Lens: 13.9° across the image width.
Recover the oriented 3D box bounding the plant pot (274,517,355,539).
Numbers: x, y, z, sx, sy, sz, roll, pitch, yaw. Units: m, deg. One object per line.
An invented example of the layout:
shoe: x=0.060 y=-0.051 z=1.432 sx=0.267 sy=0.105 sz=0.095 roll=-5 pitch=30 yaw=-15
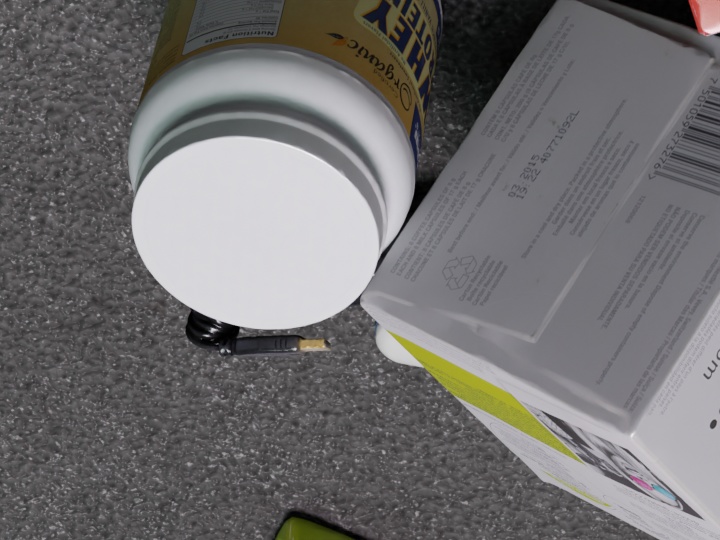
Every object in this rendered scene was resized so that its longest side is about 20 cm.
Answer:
plant pot: x=0.001 y=0.304 z=1.827 sx=0.181 sy=0.200 sz=0.200 roll=17 pitch=132 yaw=-13

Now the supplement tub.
supplement tub: x=-0.038 y=-0.081 z=1.484 sx=0.144 sy=0.201 sz=0.145 roll=5 pitch=132 yaw=5

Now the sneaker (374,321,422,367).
sneaker: x=0.105 y=0.043 z=1.653 sx=0.199 sy=0.073 sz=0.072 roll=2 pitch=144 yaw=8

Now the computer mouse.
computer mouse: x=0.000 y=0.000 z=1.597 sx=0.199 sy=0.141 sz=0.046 roll=2 pitch=118 yaw=8

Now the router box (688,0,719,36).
router box: x=0.226 y=-0.224 z=1.369 sx=0.199 sy=0.049 sz=0.180 roll=-16 pitch=103 yaw=21

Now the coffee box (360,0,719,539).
coffee box: x=0.163 y=0.014 z=1.461 sx=0.200 sy=0.200 sz=0.198 roll=24 pitch=166 yaw=46
